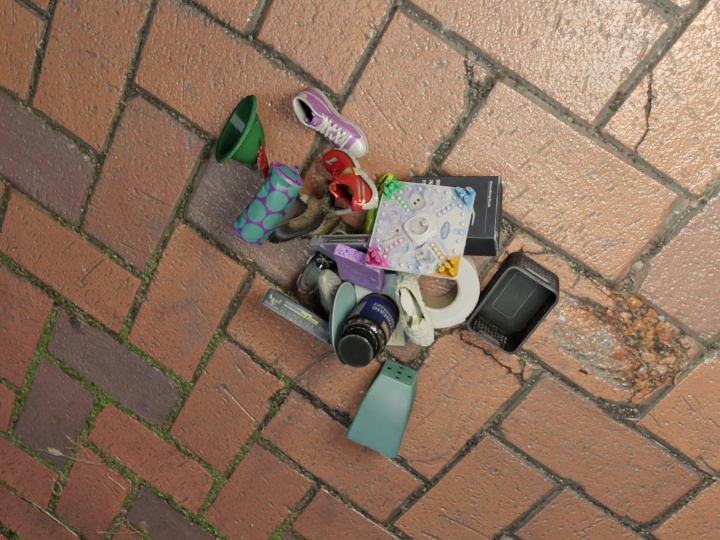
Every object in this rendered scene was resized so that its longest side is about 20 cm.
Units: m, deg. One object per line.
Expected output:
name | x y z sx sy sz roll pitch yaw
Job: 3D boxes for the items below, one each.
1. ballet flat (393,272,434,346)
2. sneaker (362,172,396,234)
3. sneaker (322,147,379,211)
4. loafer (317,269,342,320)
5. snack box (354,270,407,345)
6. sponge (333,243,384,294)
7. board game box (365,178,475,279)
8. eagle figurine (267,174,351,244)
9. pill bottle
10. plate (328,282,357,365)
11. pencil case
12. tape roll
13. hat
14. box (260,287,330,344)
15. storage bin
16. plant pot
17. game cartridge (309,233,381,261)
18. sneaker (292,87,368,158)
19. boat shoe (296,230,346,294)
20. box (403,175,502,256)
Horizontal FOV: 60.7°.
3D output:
ballet flat | 0.118 0.100 1.413 0.071 0.072 0.201 -13 112 23
sneaker | 0.056 -0.134 1.447 0.083 0.074 0.202 7 116 -11
sneaker | -0.038 -0.201 1.346 0.200 0.084 0.077 50 146 36
loafer | -0.075 0.073 1.549 0.069 0.070 0.201 14 140 31
snack box | 0.052 0.094 1.558 0.115 0.037 0.202 0 113 19
sponge | 0.000 0.000 1.420 0.111 0.200 0.030 22 76 9
board game box | 0.122 -0.092 1.278 0.198 0.026 0.202 9 73 19
eagle figurine | -0.111 -0.131 1.460 0.151 0.151 0.201 23 109 -28
pill bottle | 0.017 0.142 1.455 0.111 0.200 0.113 7 115 15
plate | -0.042 0.129 1.490 0.025 0.200 0.202 -1 113 18
pencil case | -0.210 -0.151 1.390 0.093 0.085 0.200 48 118 15
tape roll | 0.180 0.033 1.451 0.200 0.071 0.204 2 112 5
hat | -0.233 -0.285 1.466 0.175 0.165 0.201 26 94 -33
box | -0.149 0.118 1.569 0.199 0.158 0.051 30 86 4
storage bin | 0.353 0.076 1.419 0.135 0.094 0.201 32 120 2
plant pot | 0.072 0.349 1.616 0.140 0.141 0.201 22 111 8
game cartridge | -0.004 -0.043 1.415 0.199 0.039 0.129 1 154 39
sneaker | -0.073 -0.317 1.373 0.200 0.114 0.073 42 118 -5
boat shoe | -0.097 -0.016 1.545 0.074 0.060 0.200 41 119 -3
box | 0.204 -0.118 1.336 0.198 0.104 0.149 4 71 17
